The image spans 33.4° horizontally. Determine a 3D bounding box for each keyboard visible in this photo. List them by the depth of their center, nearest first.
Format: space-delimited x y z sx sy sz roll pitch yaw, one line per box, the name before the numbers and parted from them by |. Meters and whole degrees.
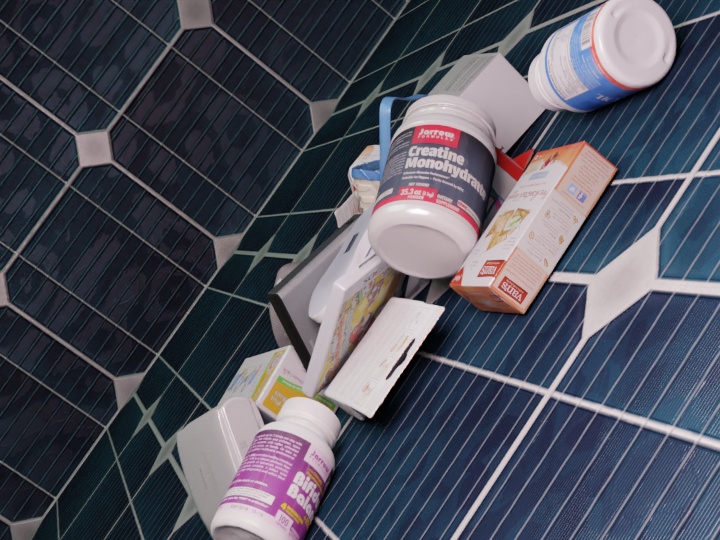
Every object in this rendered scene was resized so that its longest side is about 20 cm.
keyboard | 0.092 -0.017 1.777 0.056 0.011 0.201 -52 12 30

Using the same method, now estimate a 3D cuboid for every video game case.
video game case | 0.001 0.053 1.589 0.182 0.023 0.201 -38 -26 -45

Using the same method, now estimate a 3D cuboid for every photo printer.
photo printer | -0.187 0.276 1.672 0.069 0.168 0.200 -16 -9 -33

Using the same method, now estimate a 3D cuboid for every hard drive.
hard drive | -0.033 0.033 1.679 0.033 0.141 0.200 0 34 46

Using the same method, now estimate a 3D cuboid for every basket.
basket | 0.064 -0.153 1.742 0.176 0.138 0.202 -19 -64 -65

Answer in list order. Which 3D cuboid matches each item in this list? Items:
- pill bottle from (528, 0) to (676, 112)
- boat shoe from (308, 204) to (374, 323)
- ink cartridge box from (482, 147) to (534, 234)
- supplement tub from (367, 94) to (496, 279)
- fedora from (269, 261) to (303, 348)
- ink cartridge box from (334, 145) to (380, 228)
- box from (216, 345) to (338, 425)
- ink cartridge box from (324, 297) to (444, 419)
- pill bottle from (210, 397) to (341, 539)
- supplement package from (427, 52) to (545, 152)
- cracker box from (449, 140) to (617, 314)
pill bottle | 0.288 -0.258 1.475 0.113 0.112 0.200 -57 13 -15
boat shoe | 0.000 0.000 1.632 0.073 0.065 0.201 -15 38 56
ink cartridge box | 0.148 -0.096 1.646 0.201 0.067 0.116 -59 14 -23
supplement tub | 0.094 -0.105 1.502 0.140 0.139 0.202 -36 32 51
fedora | -0.076 0.054 1.765 0.089 0.202 0.177 1 18 24
ink cartridge box | 0.007 -0.074 1.845 0.050 0.164 0.200 5 36 30
box | -0.117 0.189 1.743 0.102 0.112 0.200 -59 14 -21
ink cartridge box | 0.042 0.115 1.508 0.163 0.050 0.200 -55 17 -8
pill bottle | -0.097 0.261 1.490 0.112 0.112 0.201 -37 21 51
supplement package | 0.183 -0.250 1.810 0.110 0.114 0.200 -47 14 0
cracker box | 0.195 -0.048 1.377 0.201 0.057 0.134 -56 12 -9
